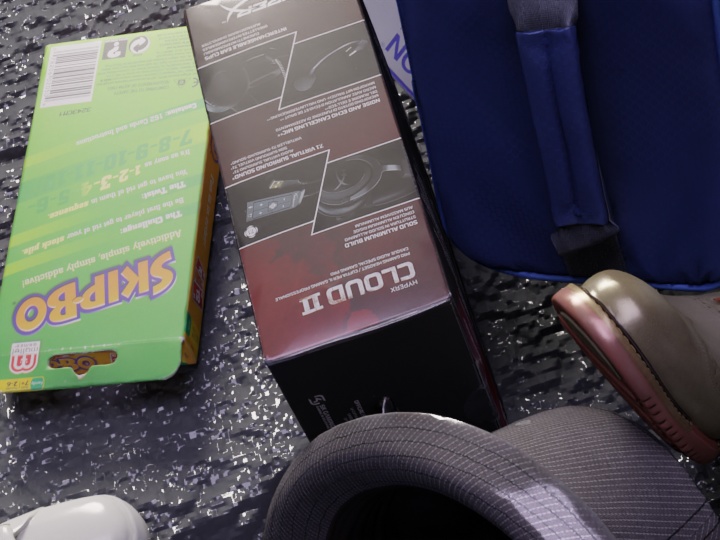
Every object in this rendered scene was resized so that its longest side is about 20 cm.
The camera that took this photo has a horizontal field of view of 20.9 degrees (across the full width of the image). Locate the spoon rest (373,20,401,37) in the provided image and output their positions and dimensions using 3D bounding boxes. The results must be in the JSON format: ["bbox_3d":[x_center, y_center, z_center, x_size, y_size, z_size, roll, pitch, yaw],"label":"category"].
[{"bbox_3d":[0.056,-0.117,0.906,0.198,0.061,0.100,-20,54,4],"label":"spoon rest"}]

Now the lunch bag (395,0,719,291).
[{"bbox_3d":[0.091,-0.085,0.736,0.135,0.202,0.132,3,33,30],"label":"lunch bag"}]

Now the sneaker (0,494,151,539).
[{"bbox_3d":[-0.179,0.145,0.787,0.199,0.085,0.073,-31,52,-7],"label":"sneaker"}]

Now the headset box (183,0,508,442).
[{"bbox_3d":[0.000,0.000,0.789,0.076,0.149,0.201,-18,54,5],"label":"headset box"}]

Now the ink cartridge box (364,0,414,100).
[{"bbox_3d":[0.035,-0.196,0.842,0.198,0.200,0.043,47,35,11],"label":"ink cartridge box"}]

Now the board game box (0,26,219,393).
[{"bbox_3d":[-0.116,-0.028,0.919,0.094,0.030,0.202,-6,53,14],"label":"board game box"}]

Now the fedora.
[{"bbox_3d":[0.061,0.113,0.688,0.090,0.200,0.178,-33,85,-33],"label":"fedora"}]

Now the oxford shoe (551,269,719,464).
[{"bbox_3d":[0.131,0.024,0.695,0.074,0.200,0.071,-46,61,12],"label":"oxford shoe"}]
